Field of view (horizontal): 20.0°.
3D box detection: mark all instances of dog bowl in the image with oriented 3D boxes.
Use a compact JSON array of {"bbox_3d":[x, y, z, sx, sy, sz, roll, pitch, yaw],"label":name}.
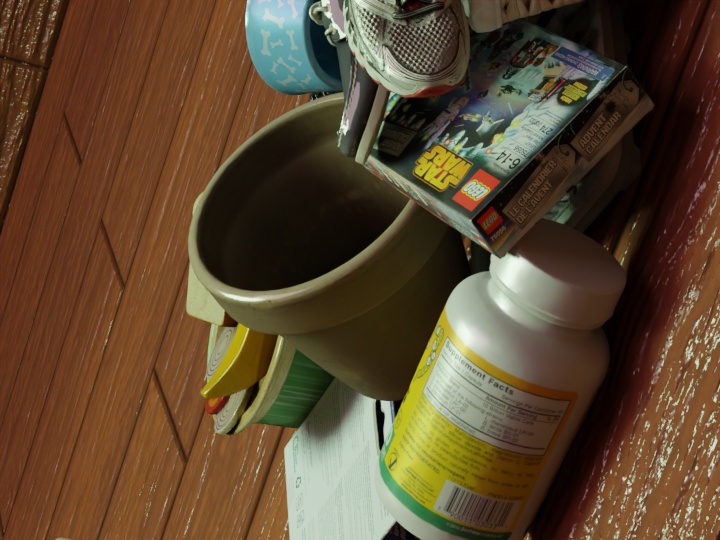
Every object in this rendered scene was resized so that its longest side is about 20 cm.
[{"bbox_3d":[0.007,-0.180,1.429,0.049,0.199,0.113,15,110,42],"label":"dog bowl"}]

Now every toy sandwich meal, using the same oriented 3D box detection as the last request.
[{"bbox_3d":[-0.103,0.030,1.637,0.205,0.070,0.207,-167,90,-70],"label":"toy sandwich meal"}]

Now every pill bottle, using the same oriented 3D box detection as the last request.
[{"bbox_3d":[0.092,0.073,1.300,0.113,0.112,0.201,-109,37,-57],"label":"pill bottle"}]

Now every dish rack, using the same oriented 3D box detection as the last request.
[{"bbox_3d":[0.134,-0.081,1.390,0.200,0.043,0.173,128,148,-50],"label":"dish rack"}]

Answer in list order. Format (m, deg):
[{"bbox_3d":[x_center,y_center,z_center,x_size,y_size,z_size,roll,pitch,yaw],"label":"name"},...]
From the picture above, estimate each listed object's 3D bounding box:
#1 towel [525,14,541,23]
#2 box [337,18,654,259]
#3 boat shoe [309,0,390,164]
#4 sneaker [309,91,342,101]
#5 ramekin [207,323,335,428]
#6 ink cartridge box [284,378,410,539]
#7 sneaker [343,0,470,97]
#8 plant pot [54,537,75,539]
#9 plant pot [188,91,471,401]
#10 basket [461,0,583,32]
[{"bbox_3d":[0.090,-0.154,1.509,0.201,0.034,0.133,-57,4,41],"label":"towel"},{"bbox_3d":[0.081,-0.097,1.311,0.137,0.040,0.200,-45,32,-5],"label":"box"},{"bbox_3d":[-0.003,-0.167,1.333,0.073,0.062,0.202,108,171,-73],"label":"boat shoe"},{"bbox_3d":[0.016,-0.195,1.525,0.070,0.093,0.202,24,116,51],"label":"sneaker"},{"bbox_3d":[-0.053,0.041,1.745,0.200,0.097,0.202,-166,90,-71],"label":"ramekin"},{"bbox_3d":[-0.001,0.167,1.601,0.200,0.043,0.198,-54,29,41],"label":"ink cartridge box"},{"bbox_3d":[0.020,-0.202,1.265,0.082,0.077,0.202,96,161,-75],"label":"sneaker"},{"bbox_3d":[-0.154,0.341,1.709,0.176,0.199,0.202,-10,67,57],"label":"plant pot"},{"bbox_3d":[0.000,0.000,1.467,0.199,0.175,0.201,-19,41,17],"label":"plant pot"},{"bbox_3d":[0.115,-0.294,1.320,0.201,0.159,0.200,-110,9,-57],"label":"basket"}]
